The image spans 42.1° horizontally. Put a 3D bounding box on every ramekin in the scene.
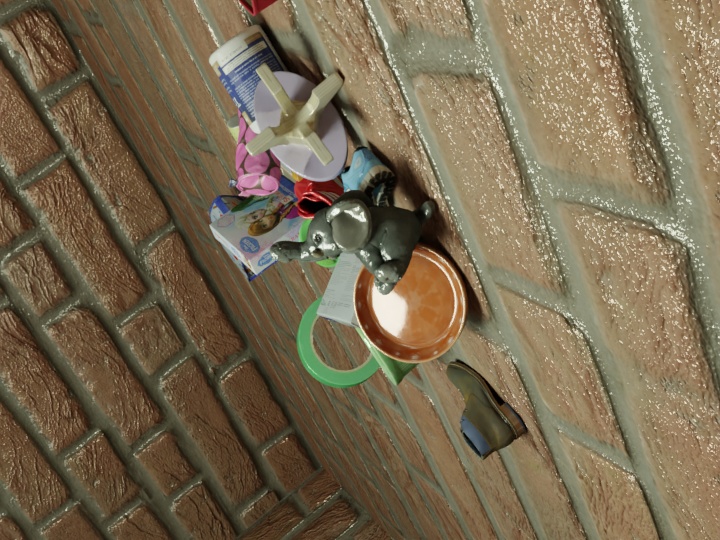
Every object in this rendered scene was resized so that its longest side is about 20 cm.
[{"bbox_3d":[0.051,0.111,1.808,0.202,0.097,0.200,55,175,7],"label":"ramekin"}]

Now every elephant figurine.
[{"bbox_3d":[-0.015,-0.061,1.438,0.197,0.157,0.142,28,153,-7],"label":"elephant figurine"}]

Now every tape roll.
[{"bbox_3d":[-0.038,0.148,2.012,0.202,0.199,0.048,52,164,6],"label":"tape roll"}]

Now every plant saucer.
[{"bbox_3d":[0.083,0.051,1.544,0.202,0.199,0.032,54,-154,3],"label":"plant saucer"}]

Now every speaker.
[{"bbox_3d":[-0.069,-0.057,1.829,0.089,0.088,0.200,52,180,8],"label":"speaker"}]

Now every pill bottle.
[{"bbox_3d":[-0.166,-0.310,1.622,0.202,0.110,0.111,57,164,-8],"label":"pill bottle"}]

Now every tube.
[{"bbox_3d":[-0.229,-0.251,2.048,0.059,0.051,0.202,-85,-23,-43],"label":"tube"}]

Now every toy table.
[{"bbox_3d":[-0.102,-0.240,1.492,0.199,0.185,0.117,41,179,5],"label":"toy table"}]

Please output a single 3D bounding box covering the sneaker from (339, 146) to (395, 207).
[{"bbox_3d":[0.005,-0.133,1.567,0.091,0.077,0.201,61,155,23],"label":"sneaker"}]

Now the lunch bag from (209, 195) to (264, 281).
[{"bbox_3d":[-0.311,-0.096,2.467,0.171,0.123,0.201,49,171,21],"label":"lunch bag"}]

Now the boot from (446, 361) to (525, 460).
[{"bbox_3d":[0.201,0.253,1.711,0.200,0.096,0.075,42,161,37],"label":"boot"}]

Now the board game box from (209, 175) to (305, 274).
[{"bbox_3d":[-0.192,-0.101,1.961,0.199,0.198,0.042,35,156,48],"label":"board game box"}]

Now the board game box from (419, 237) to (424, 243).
[{"bbox_3d":[0.098,0.013,1.654,0.136,0.029,0.200,58,164,-5],"label":"board game box"}]

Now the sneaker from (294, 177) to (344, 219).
[{"bbox_3d":[-0.085,-0.140,1.697,0.198,0.114,0.080,20,103,47],"label":"sneaker"}]

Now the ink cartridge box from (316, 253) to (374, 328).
[{"bbox_3d":[0.000,0.000,1.688,0.043,0.204,0.196,25,174,-19],"label":"ink cartridge box"}]

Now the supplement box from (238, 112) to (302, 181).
[{"bbox_3d":[-0.154,-0.252,1.789,0.200,0.066,0.070,42,157,38],"label":"supplement box"}]

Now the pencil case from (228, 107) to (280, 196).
[{"bbox_3d":[-0.193,-0.240,1.708,0.093,0.089,0.205,-35,50,55],"label":"pencil case"}]

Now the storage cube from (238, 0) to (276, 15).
[{"bbox_3d":[-0.111,-0.444,1.067,0.171,0.179,0.201,47,164,24],"label":"storage cube"}]
